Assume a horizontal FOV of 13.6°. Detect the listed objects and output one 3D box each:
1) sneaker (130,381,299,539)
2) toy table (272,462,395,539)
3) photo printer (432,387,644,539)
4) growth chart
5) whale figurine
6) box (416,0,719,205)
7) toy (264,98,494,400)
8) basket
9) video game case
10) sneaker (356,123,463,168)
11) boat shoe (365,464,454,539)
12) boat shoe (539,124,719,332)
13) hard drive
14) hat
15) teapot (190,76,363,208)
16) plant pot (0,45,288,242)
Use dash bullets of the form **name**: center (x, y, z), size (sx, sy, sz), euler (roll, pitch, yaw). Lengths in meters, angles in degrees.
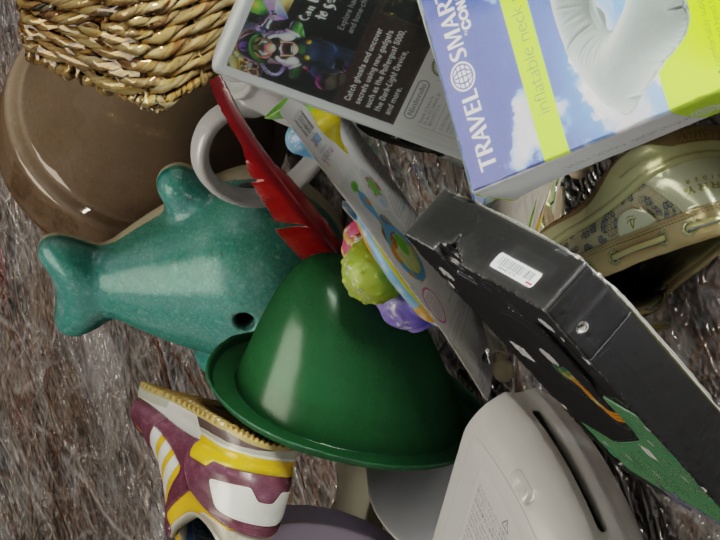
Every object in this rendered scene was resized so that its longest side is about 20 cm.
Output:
- **sneaker**: center (-0.099, 0.125, 1.827), size (0.200, 0.075, 0.090), euler (-162, 87, -70)
- **toy table**: center (-0.029, 0.192, 1.925), size (0.200, 0.184, 0.117), euler (55, -173, -37)
- **photo printer**: center (0.100, 0.178, 1.695), size (0.200, 0.069, 0.167), euler (103, 150, -43)
- **growth chart**: center (0.089, -0.033, 1.674), size (0.200, 0.018, 0.145), euler (106, 162, -47)
- **whale figurine**: center (-0.107, 0.009, 1.927), size (0.104, 0.199, 0.160), euler (-88, -9, -57)
- **box**: center (0.110, -0.116, 1.452), size (0.200, 0.048, 0.122), euler (-22, 76, 32)
- **toy**: center (0.008, -0.015, 1.719), size (0.200, 0.047, 0.115), euler (58, -164, -10)
- **basket**: center (-0.098, -0.204, 1.632), size (0.143, 0.200, 0.149), euler (24, 135, 39)
- **video game case**: center (0.040, -0.151, 1.537), size (0.023, 0.181, 0.200), euler (-83, 15, -50)
- **sneaker**: center (0.040, -0.133, 1.680), size (0.200, 0.090, 0.067), euler (106, 167, -50)
- **boat shoe**: center (0.031, 0.109, 1.870), size (0.057, 0.068, 0.200), euler (58, -175, -47)
- **boat shoe**: center (0.135, -0.003, 1.539), size (0.200, 0.073, 0.063), euler (122, 137, -59)
- **hard drive**: center (0.121, 0.049, 1.486), size (0.200, 0.038, 0.140), euler (47, 171, -31)
- **hat**: center (0.000, 0.000, 1.763), size (0.166, 0.199, 0.177), euler (-112, 33, -63)
- **teapot**: center (-0.046, -0.165, 1.825), size (0.197, 0.146, 0.201), euler (131, 125, -64)
- **plant pot**: center (-0.134, -0.127, 1.981), size (0.175, 0.200, 0.201), euler (114, 140, -57)
